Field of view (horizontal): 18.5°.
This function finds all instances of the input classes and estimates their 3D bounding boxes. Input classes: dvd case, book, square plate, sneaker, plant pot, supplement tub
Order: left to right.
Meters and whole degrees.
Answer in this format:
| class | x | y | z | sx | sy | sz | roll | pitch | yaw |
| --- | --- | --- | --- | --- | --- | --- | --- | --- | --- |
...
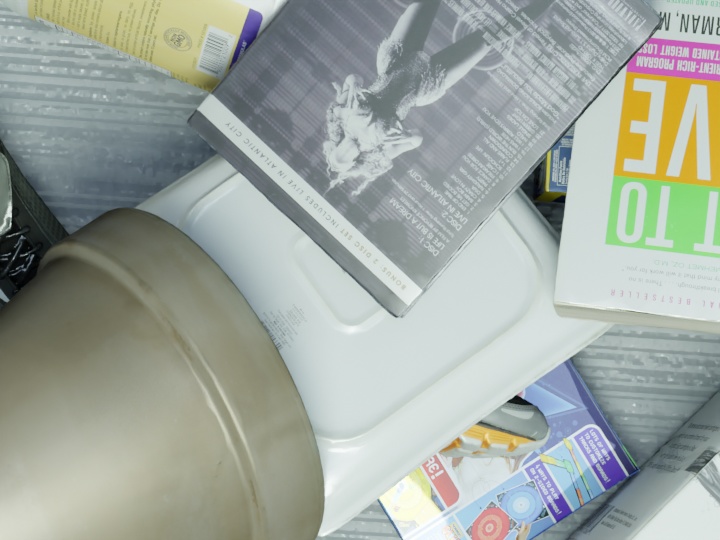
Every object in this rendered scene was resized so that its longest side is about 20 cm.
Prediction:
| class | x | y | z | sx | sy | sz | roll | pitch | yaw |
| --- | --- | --- | --- | --- | --- | --- | --- | --- | --- |
| sneaker | -0.204 | -0.029 | 1.197 | 0.066 | 0.091 | 0.201 | -33 | 89 | -2 |
| plant pot | -0.144 | 0.097 | 1.090 | 0.173 | 0.200 | 0.201 | -31 | 89 | -28 |
| supplement tub | -0.112 | -0.186 | 1.180 | 0.199 | 0.145 | 0.146 | 23 | 87 | -1 |
| square plate | 0.000 | 0.000 | 1.139 | 0.198 | 0.028 | 0.200 | -35 | 78 | -10 |
| sneaker | 0.013 | 0.044 | 1.178 | 0.199 | 0.078 | 0.078 | 23 | 75 | -5 |
| dvd case | 0.030 | -0.099 | 1.100 | 0.149 | 0.016 | 0.200 | 42 | 100 | 4 |
| book | 0.175 | -0.071 | 1.105 | 0.133 | 0.048 | 0.202 | 6 | 80 | 11 |

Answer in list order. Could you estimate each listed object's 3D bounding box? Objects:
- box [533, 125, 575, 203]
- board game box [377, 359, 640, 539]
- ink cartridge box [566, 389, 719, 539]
| class | x | y | z | sx | sy | sz | roll | pitch | yaw |
| --- | --- | --- | --- | --- | --- | --- | --- | --- | --- |
| box | 0.135 | -0.139 | 1.226 | 0.064 | 0.070 | 0.202 | 4 | 88 | -1 |
| board game box | 0.047 | 0.062 | 1.231 | 0.135 | 0.034 | 0.201 | -31 | 90 | -3 |
| ink cartridge box | 0.187 | 0.138 | 1.179 | 0.200 | 0.146 | 0.084 | -44 | 89 | -3 |
